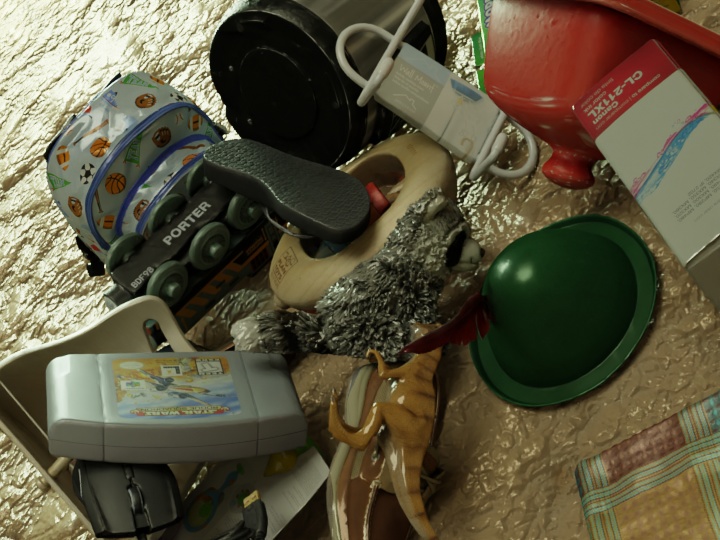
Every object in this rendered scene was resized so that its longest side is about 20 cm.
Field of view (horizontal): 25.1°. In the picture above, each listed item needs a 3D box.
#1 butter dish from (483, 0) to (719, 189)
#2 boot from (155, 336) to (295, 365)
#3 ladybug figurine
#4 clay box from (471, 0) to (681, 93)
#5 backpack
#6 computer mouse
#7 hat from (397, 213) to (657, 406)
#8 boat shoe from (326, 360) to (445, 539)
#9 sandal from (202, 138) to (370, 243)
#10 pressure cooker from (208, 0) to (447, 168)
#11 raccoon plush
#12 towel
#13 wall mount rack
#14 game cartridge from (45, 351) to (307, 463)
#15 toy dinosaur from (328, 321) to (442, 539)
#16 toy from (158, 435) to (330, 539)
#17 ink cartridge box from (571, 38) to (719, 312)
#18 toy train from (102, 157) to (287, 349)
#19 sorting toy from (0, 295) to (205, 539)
[{"bbox_3d":[0.182,-0.136,1.259,0.199,0.198,0.149,25,97,54],"label":"butter dish"},{"bbox_3d":[-0.139,0.080,1.429,0.199,0.075,0.097,-39,41,12],"label":"boot"},{"bbox_3d":[0.007,-0.031,1.394,0.199,0.072,0.136,-39,38,8],"label":"ladybug figurine"},{"bbox_3d":[0.178,-0.232,1.433,0.199,0.048,0.116,-27,42,22],"label":"clay box"},{"bbox_3d":[-0.204,-0.087,1.545,0.153,0.191,0.201,29,78,35],"label":"backpack"},{"bbox_3d":[-0.145,0.165,1.217,0.139,0.047,0.200,-7,23,-12],"label":"computer mouse"},{"bbox_3d":[0.110,-0.007,1.190,0.165,0.176,0.201,-39,39,11],"label":"hat"},{"bbox_3d":[0.024,0.150,1.219,0.071,0.076,0.202,-16,49,27],"label":"boat shoe"},{"bbox_3d":[-0.059,-0.064,1.385,0.076,0.043,0.199,-23,34,-31],"label":"sandal"},{"bbox_3d":[-0.018,-0.206,1.468,0.175,0.180,0.200,-13,22,45],"label":"pressure cooker"},{"bbox_3d":[0.000,0.000,1.274,0.097,0.198,0.136,-163,74,-70],"label":"raccoon plush"},{"bbox_3d":[0.219,0.176,1.055,0.146,0.022,0.201,-30,40,18],"label":"towel"},{"bbox_3d":[0.087,-0.176,1.351,0.175,0.199,0.075,-62,8,-32],"label":"wall mount rack"},{"bbox_3d":[-0.145,0.105,1.262,0.197,0.042,0.133,-1,18,-12],"label":"game cartridge"},{"bbox_3d":[0.028,0.118,1.171,0.105,0.061,0.202,5,63,-2],"label":"toy dinosaur"},{"bbox_3d":[-0.100,0.211,1.297,0.200,0.047,0.115,-50,35,6],"label":"toy"},{"bbox_3d":[0.247,-0.046,1.124,0.083,0.146,0.201,-38,38,11],"label":"ink cartridge box"},{"bbox_3d":[-0.146,-0.015,1.463,0.085,0.114,0.200,31,66,32],"label":"toy train"},{"bbox_3d":[-0.197,0.123,1.350,0.180,0.107,0.200,-43,82,1],"label":"sorting toy"}]
